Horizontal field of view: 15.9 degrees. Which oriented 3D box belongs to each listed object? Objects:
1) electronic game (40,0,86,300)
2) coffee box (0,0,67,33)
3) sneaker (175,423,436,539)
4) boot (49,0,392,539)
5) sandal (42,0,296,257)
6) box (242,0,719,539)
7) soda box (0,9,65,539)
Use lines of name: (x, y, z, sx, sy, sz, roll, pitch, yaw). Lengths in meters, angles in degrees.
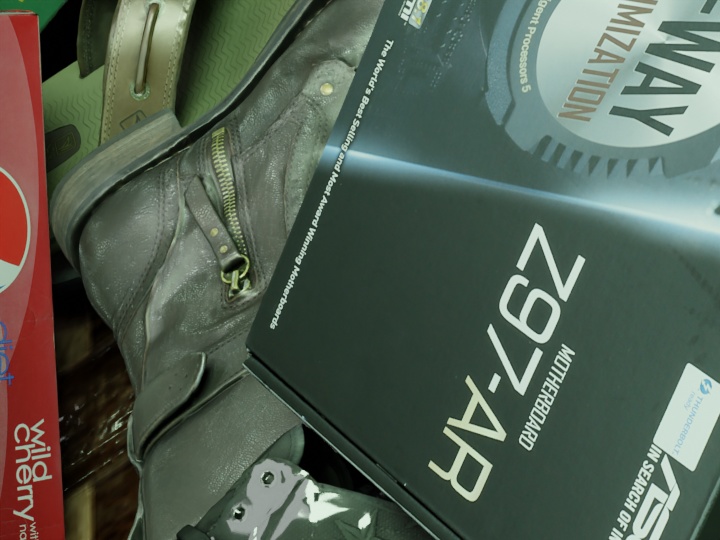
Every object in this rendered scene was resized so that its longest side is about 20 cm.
electronic game: (-0.088, -0.076, 0.956, 0.200, 0.042, 0.200, -22, 47, 25)
coffee box: (-0.107, -0.149, 0.899, 0.200, 0.044, 0.123, -45, 31, 32)
sneaker: (-0.032, 0.086, 0.677, 0.200, 0.060, 0.104, 17, 84, 16)
boot: (0.000, 0.000, 0.766, 0.200, 0.069, 0.174, -35, 42, 7)
sandal: (-0.075, -0.068, 0.864, 0.201, 0.057, 0.080, -34, 43, 12)
box: (0.064, -0.027, 0.597, 0.160, 0.044, 0.200, 39, 112, 45)
soda box: (-0.142, 0.017, 0.835, 0.070, 0.063, 0.200, 4, 98, 51)
